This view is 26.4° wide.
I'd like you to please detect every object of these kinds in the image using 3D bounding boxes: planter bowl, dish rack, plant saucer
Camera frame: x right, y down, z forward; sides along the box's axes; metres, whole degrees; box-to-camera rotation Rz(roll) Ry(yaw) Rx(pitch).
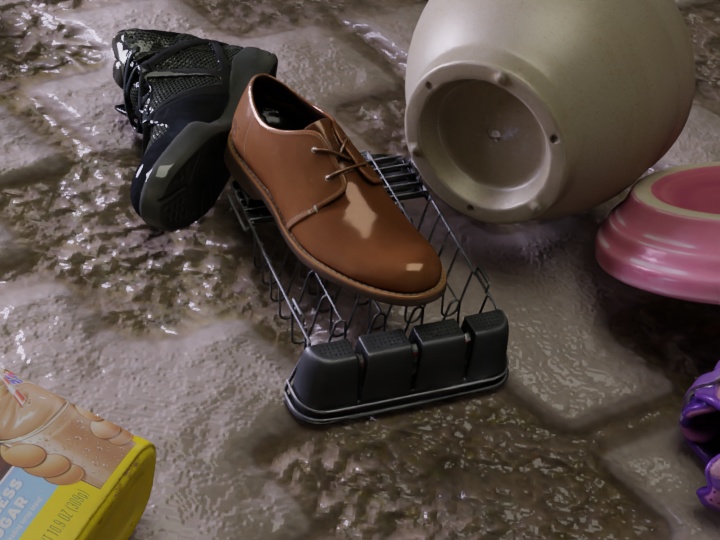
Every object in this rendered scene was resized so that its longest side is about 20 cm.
[{"bbox_3d":[0.109,-0.116,1.034,0.199,0.202,0.135,28,43,15],"label":"planter bowl"},{"bbox_3d":[0.000,0.000,1.007,0.152,0.055,0.201,-9,46,-22],"label":"dish rack"},{"bbox_3d":[0.258,-0.032,1.035,0.198,0.052,0.201,-2,18,1],"label":"plant saucer"}]

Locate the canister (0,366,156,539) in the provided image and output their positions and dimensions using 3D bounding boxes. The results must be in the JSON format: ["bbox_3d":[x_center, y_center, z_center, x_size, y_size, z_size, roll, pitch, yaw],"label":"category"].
[{"bbox_3d":[-0.227,0.110,0.822,0.198,0.087,0.149,25,46,10],"label":"canister"}]

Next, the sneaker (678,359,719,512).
[{"bbox_3d":[0.245,0.079,0.970,0.087,0.081,0.202,5,45,3],"label":"sneaker"}]

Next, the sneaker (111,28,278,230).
[{"bbox_3d":[-0.138,-0.103,1.062,0.113,0.077,0.200,16,41,6],"label":"sneaker"}]

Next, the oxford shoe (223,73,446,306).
[{"bbox_3d":[-0.018,-0.052,0.968,0.071,0.072,0.200,-25,55,-36],"label":"oxford shoe"}]
